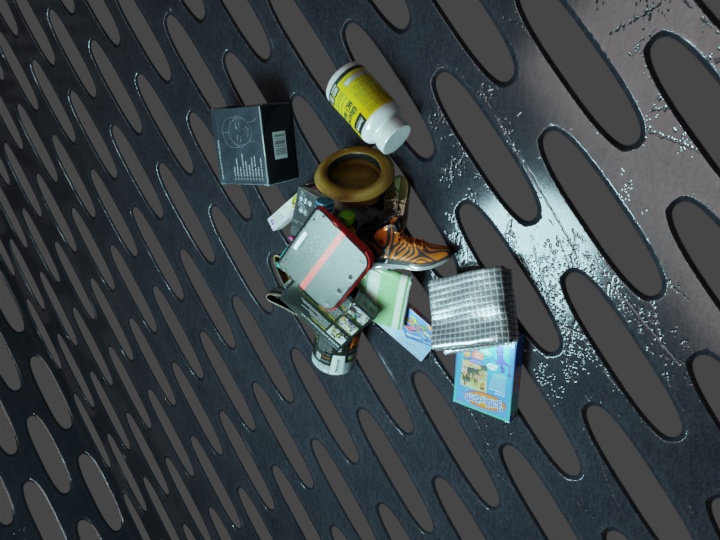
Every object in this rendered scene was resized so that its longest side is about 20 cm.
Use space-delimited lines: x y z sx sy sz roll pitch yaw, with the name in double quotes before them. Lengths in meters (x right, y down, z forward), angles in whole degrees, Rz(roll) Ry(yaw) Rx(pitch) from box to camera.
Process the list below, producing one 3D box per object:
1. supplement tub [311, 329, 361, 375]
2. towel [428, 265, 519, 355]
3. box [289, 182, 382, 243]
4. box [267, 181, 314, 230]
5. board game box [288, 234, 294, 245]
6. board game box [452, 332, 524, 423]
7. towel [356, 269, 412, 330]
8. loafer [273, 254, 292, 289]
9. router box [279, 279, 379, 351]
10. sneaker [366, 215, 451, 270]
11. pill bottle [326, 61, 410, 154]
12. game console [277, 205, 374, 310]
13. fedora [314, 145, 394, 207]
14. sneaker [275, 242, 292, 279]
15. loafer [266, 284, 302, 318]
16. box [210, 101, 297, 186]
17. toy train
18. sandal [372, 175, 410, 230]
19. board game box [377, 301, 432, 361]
"supplement tub" -0.057 0.157 1.708 0.121 0.121 0.204 28 121 30
"towel" 0.237 0.088 1.422 0.197 0.085 0.170 -14 77 35
"box" -0.060 -0.121 1.627 0.198 0.114 0.135 30 121 27
"box" -0.177 -0.171 1.760 0.199 0.041 0.039 -34 81 43
"board game box" -0.136 0.028 1.799 0.198 0.026 0.204 30 122 30
"board game box" 0.288 0.223 1.487 0.150 0.045 0.205 15 113 36
"towel" 0.021 0.052 1.570 0.196 0.023 0.156 15 119 11
"loafer" -0.175 0.039 1.737 0.073 0.072 0.201 -42 61 5
"router box" -0.075 0.077 1.567 0.200 0.051 0.149 43 122 -8
"sneaker" 0.106 -0.064 1.482 0.195 0.078 0.115 -4 114 8
"pill bottle" 0.020 -0.363 1.480 0.201 0.111 0.113 50 129 16
"game console" -0.077 -0.022 1.466 0.177 0.031 0.201 43 124 4
"fedora" -0.010 -0.208 1.543 0.198 0.201 0.083 26 150 31
"sneaker" -0.155 0.009 1.644 0.119 0.083 0.204 24 128 28
"loafer" -0.176 0.097 1.795 0.197 0.062 0.074 20 115 35
"box" -0.282 -0.335 1.740 0.193 0.123 0.205 7 109 37
"toy train" -0.028 -0.081 1.474 0.197 0.084 0.118 25 129 25
"sandal" 0.080 -0.123 1.553 0.079 0.054 0.204 20 102 26
"board game box" 0.100 0.123 1.604 0.199 0.019 0.104 41 128 8
